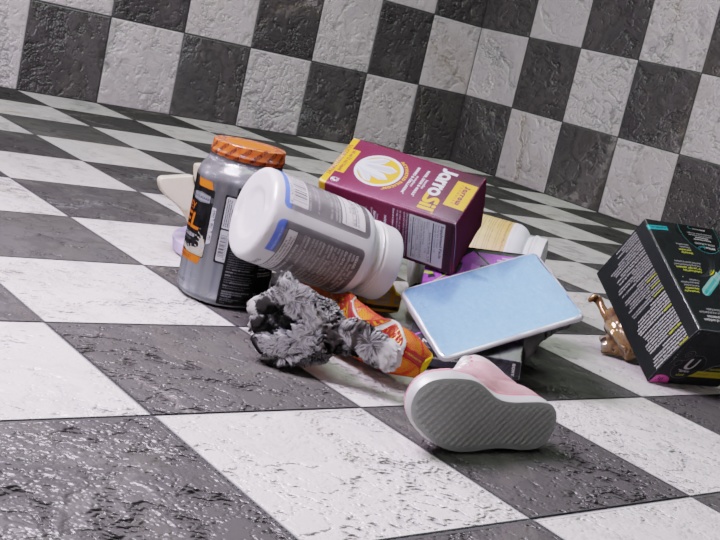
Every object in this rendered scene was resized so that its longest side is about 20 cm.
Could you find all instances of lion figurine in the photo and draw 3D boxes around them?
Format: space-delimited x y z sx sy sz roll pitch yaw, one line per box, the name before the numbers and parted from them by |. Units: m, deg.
lion figurine | 0.417 0.085 1.741 0.199 0.072 0.123 9 44 -55

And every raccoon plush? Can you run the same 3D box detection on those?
raccoon plush | -0.044 0.074 1.274 0.198 0.098 0.134 32 5 9

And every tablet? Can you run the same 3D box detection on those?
tablet | 0.162 0.044 1.388 0.197 0.014 0.131 -15 45 -17

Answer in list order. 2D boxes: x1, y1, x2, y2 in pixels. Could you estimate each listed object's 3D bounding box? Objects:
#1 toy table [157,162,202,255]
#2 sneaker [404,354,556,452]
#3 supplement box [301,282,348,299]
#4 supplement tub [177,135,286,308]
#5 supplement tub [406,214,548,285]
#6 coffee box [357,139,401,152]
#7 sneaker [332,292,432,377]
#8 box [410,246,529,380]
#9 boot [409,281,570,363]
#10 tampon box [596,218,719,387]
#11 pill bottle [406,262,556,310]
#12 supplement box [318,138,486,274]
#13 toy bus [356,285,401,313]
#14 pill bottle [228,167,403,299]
toy table | -0.210 -0.085 1.650 0.182 0.119 0.199 -9 19 -38
sneaker | 0.101 0.130 1.142 0.198 0.076 0.104 15 13 -39
supplement box | -0.024 -0.023 1.522 0.068 0.067 0.201 17 44 19
supplement tub | -0.161 -0.064 1.444 0.120 0.204 0.123 13 10 -2
supplement tub | 0.184 -0.015 1.764 0.197 0.147 0.144 16 11 14
coffee box | 0.011 -0.103 1.837 0.078 0.204 0.113 12 11 -5
sneaker | 0.009 0.084 1.329 0.077 0.073 0.199 38 -5 -33
box | 0.142 0.047 1.420 0.140 0.037 0.202 7 43 8
boot | 0.170 0.055 1.492 0.199 0.071 0.131 33 49 30
tampon box | 0.465 0.049 1.627 0.148 0.127 0.202 7 48 -29
pill bottle | 0.171 0.031 1.601 0.196 0.118 0.116 13 11 -5
supplement box | 0.054 -0.087 1.478 0.197 0.087 0.111 19 44 19
toy bus | 0.000 0.000 1.642 0.064 0.080 0.200 8 12 -23
pill bottle | -0.051 -0.039 1.372 0.198 0.115 0.114 22 6 -31
